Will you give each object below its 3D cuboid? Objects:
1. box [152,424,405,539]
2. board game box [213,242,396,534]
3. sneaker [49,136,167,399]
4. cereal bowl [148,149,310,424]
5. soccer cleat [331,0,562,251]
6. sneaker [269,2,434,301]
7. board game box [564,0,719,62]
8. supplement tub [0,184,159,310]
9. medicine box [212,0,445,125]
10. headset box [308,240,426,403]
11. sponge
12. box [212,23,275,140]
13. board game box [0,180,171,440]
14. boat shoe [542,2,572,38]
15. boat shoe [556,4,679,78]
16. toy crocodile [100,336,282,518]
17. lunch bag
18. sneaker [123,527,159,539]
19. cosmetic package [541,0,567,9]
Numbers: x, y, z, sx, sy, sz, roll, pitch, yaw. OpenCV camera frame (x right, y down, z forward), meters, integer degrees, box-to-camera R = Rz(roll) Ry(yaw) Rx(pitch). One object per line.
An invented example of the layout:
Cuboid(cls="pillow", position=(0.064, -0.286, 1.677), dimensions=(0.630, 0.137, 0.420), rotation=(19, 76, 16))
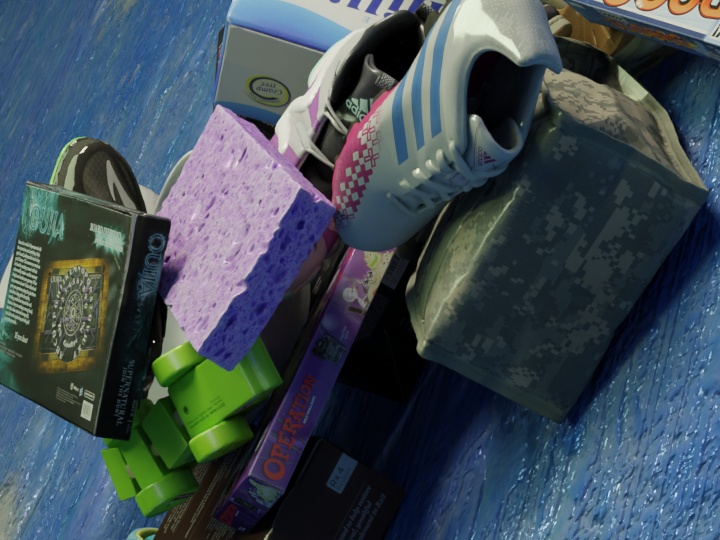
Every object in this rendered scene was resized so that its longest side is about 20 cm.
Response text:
Cuboid(cls="box", position=(-0.056, 0.159, 1.579), dimensions=(0.100, 0.075, 0.200), rotation=(-61, 17, -10))
Cuboid(cls="board game box", position=(-0.028, 0.055, 1.479), dimensions=(0.200, 0.032, 0.120), rotation=(-65, 8, -22))
Cuboid(cls="sneaker", position=(-0.157, -0.002, 1.608), dimensions=(0.084, 0.077, 0.200), rotation=(-44, 50, 49))
Cuboid(cls="cereal bowl", position=(-0.088, 0.024, 1.617), dimensions=(0.200, 0.083, 0.201), rotation=(-169, 90, -69))
Cuboid(cls="soccer cleat", position=(0.044, -0.068, 1.326), dimensions=(0.200, 0.070, 0.086), rotation=(-61, 42, 36))
Cuboid(cls="sneaker", position=(-0.011, -0.081, 1.491), dimensions=(0.200, 0.078, 0.140), rotation=(-66, 13, -22))
Cuboid(cls="board game box", position=(0.216, -0.186, 1.392), dimensions=(0.200, 0.034, 0.136), rotation=(26, 84, 52))
Cuboid(cls="supplement tub", position=(-0.157, 0.025, 1.843), dimensions=(0.145, 0.200, 0.145), rotation=(-49, 20, 26))
Cuboid(cls="medicine box", position=(0.011, -0.191, 1.750), dimensions=(0.103, 0.182, 0.200), rotation=(104, -177, -53))
Cuboid(cls="headset box", position=(0.000, 0.000, 1.676), dimensions=(0.149, 0.077, 0.200), rotation=(-62, 18, -7))
Cuboid(cls="sponge", position=(-0.079, -0.023, 1.446), dimensions=(0.112, 0.030, 0.200), rotation=(-58, 23, 6))
Cuboid(cls="box", position=(-0.040, -0.153, 1.950), dimensions=(0.106, 0.122, 0.200), rotation=(-50, 20, 24))
Cuboid(cls="board game box", position=(-0.176, 0.021, 1.524), dimensions=(0.200, 0.028, 0.136), rotation=(17, 97, 63))
Cuboid(cls="boat shoe", position=(0.069, -0.133, 1.561), dimensions=(0.072, 0.065, 0.200), rotation=(-37, 1, -21))
Cuboid(cls="boat shoe", position=(0.147, -0.137, 1.567), dimensions=(0.200, 0.063, 0.074), rotation=(165, 108, -67))
Cuboid(cls="toy crocodile", position=(-0.103, 0.092, 1.482), dimensions=(0.062, 0.068, 0.200), rotation=(-20, -16, -40))
Cuboid(cls="lunch bag", position=(0.102, -0.037, 1.415), dimensions=(0.164, 0.117, 0.200), rotation=(-59, 14, 18))
Cuboid(cls="sneaker", position=(-0.164, 0.255, 1.691), dimensions=(0.131, 0.079, 0.200), rotation=(-48, 22, 30))
Cuboid(cls="cosmetic package", position=(0.091, -0.244, 1.636), dimensions=(0.073, 0.200, 0.104), rotation=(-57, 18, 2))
